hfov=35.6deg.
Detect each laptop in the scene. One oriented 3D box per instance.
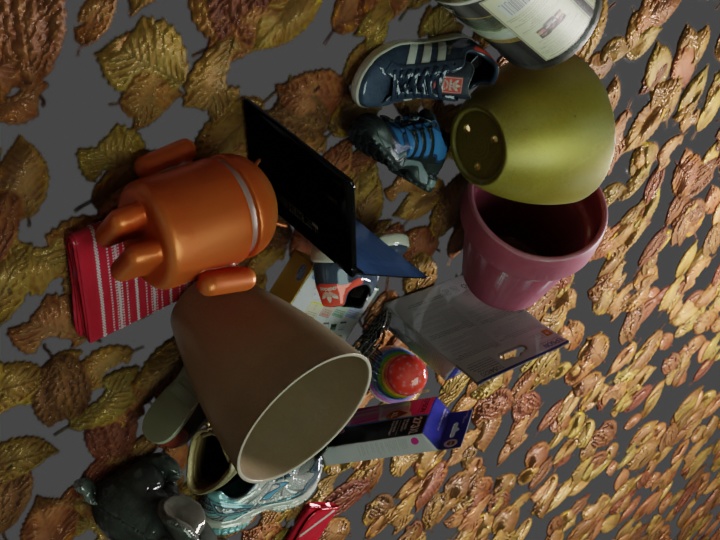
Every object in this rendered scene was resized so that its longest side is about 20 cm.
[{"bbox_3d":[-0.025,-0.087,1.239,0.115,0.187,0.201,-30,141,-27],"label":"laptop"}]

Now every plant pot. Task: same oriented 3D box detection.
[{"bbox_3d":[0.224,-0.044,1.573,0.199,0.200,0.180,-28,155,-28],"label":"plant pot"},{"bbox_3d":[-0.120,0.099,1.260,0.187,0.200,0.188,-33,151,-21],"label":"plant pot"},{"bbox_3d":[0.197,-0.169,1.403,0.141,0.200,0.201,-17,133,-36],"label":"plant pot"}]

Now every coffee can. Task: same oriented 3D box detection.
[{"bbox_3d":[0.167,-0.332,1.265,0.199,0.146,0.147,21,106,-54],"label":"coffee can"}]

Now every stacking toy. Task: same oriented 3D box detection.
[{"bbox_3d":[0.058,0.144,1.551,0.085,0.085,0.200,-44,-179,-8],"label":"stacking toy"}]

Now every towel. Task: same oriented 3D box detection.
[{"bbox_3d":[-0.227,-0.016,1.224,0.199,0.022,0.146,-27,137,-33],"label":"towel"}]

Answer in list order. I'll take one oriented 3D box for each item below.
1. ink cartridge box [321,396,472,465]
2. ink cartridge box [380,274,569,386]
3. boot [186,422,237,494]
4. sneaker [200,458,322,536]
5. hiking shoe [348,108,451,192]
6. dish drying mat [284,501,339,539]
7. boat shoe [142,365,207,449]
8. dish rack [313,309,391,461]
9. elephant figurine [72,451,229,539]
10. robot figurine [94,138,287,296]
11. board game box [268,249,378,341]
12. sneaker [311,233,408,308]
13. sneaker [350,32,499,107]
[{"bbox_3d":[0.049,0.217,1.533,0.095,0.198,0.037,-58,135,-60],"label":"ink cartridge box"},{"bbox_3d":[0.162,0.089,1.600,0.198,0.200,0.041,-17,134,-37],"label":"ink cartridge box"},{"bbox_3d":[-0.129,0.173,1.359,0.201,0.073,0.155,-58,165,20],"label":"boot"},{"bbox_3d":[-0.134,0.294,1.567,0.199,0.077,0.087,-25,135,-32],"label":"sneaker"},{"bbox_3d":[0.050,-0.165,1.365,0.087,0.074,0.200,-61,155,2],"label":"hiking shoe"},{"bbox_3d":[-0.106,0.455,1.795,0.077,0.018,0.201,12,112,-53],"label":"dish drying mat"},{"bbox_3d":[-0.183,0.136,1.371,0.200,0.071,0.063,-49,154,-4],"label":"boat shoe"},{"bbox_3d":[-0.014,0.145,1.509,0.200,0.054,0.154,-51,-174,13],"label":"dish rack"},{"bbox_3d":[-0.231,0.327,1.377,0.154,0.200,0.142,-27,140,-29],"label":"elephant figurine"},{"bbox_3d":[-0.167,-0.050,1.148,0.199,0.144,0.117,-23,136,-34],"label":"robot figurine"},{"bbox_3d":[-0.081,0.082,1.459,0.153,0.040,0.201,21,105,-54],"label":"board game box"},{"bbox_3d":[0.000,0.000,1.390,0.199,0.074,0.085,-15,104,-59],"label":"sneaker"},{"bbox_3d":[0.082,-0.228,1.319,0.199,0.084,0.075,-25,138,-32],"label":"sneaker"}]
